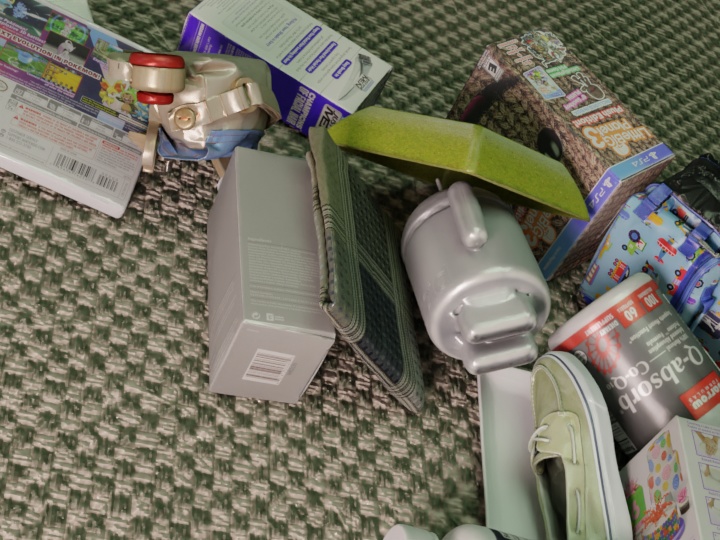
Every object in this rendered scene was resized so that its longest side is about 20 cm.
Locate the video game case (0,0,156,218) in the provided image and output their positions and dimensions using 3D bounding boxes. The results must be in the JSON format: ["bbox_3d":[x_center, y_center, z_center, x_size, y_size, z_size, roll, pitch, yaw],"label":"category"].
[{"bbox_3d":[-0.283,-0.162,1.083,0.200,0.023,0.183,24,56,-16],"label":"video game case"}]

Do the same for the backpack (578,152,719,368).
[{"bbox_3d":[0.341,0.017,1.158,0.134,0.183,0.200,-26,64,-37],"label":"backpack"}]

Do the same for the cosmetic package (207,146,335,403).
[{"bbox_3d":[-0.082,0.001,1.022,0.090,0.107,0.200,11,50,-17],"label":"cosmetic package"}]

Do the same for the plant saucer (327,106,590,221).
[{"bbox_3d":[0.094,-0.107,1.121,0.200,0.048,0.200,17,1,43],"label":"plant saucer"}]

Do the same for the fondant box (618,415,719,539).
[{"bbox_3d":[0.256,0.241,0.952,0.058,0.144,0.200,13,47,-15],"label":"fondant box"}]

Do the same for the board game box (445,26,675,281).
[{"bbox_3d":[0.193,-0.122,1.227,0.097,0.160,0.200,-24,65,-38],"label":"board game box"}]

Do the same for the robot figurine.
[{"bbox_3d":[0.102,0.001,1.070,0.113,0.170,0.200,-10,42,-6],"label":"robot figurine"}]

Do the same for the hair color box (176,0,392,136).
[{"bbox_3d":[-0.079,-0.221,1.247,0.200,0.065,0.109,31,44,4],"label":"hair color box"}]

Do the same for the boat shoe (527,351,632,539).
[{"bbox_3d":[0.177,0.156,1.008,0.062,0.072,0.200,6,52,-25],"label":"boat shoe"}]

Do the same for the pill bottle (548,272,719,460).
[{"bbox_3d":[0.274,0.112,1.086,0.116,0.116,0.200,-27,77,-40],"label":"pill bottle"}]

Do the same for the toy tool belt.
[{"bbox_3d":[-0.147,-0.131,1.055,0.125,0.123,0.200,9,12,17],"label":"toy tool belt"}]

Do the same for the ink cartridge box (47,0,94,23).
[{"bbox_3d":[-0.320,-0.208,1.128,0.145,0.048,0.200,-10,73,-32],"label":"ink cartridge box"}]

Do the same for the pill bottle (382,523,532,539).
[{"bbox_3d":[0.110,0.256,0.890,0.200,0.111,0.111,17,46,-12],"label":"pill bottle"}]

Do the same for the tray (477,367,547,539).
[{"bbox_3d":[0.152,0.174,1.046,0.107,0.022,0.200,16,46,-15],"label":"tray"}]

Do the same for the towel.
[{"bbox_3d":[0.000,0.000,1.034,0.193,0.034,0.200,51,27,-49],"label":"towel"}]
